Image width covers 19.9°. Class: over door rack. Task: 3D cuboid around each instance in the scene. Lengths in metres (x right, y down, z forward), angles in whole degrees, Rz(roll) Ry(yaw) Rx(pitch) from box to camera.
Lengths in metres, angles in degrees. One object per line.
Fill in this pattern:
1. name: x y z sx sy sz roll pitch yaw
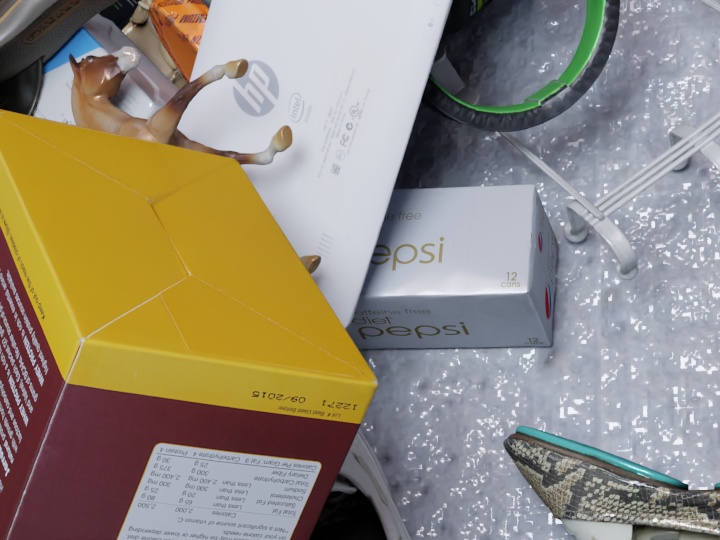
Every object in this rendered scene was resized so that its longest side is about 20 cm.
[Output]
1. over door rack: 0.146 -0.091 1.091 0.147 0.067 0.200 -36 45 -4

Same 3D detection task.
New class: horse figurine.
1. horse figurine: -0.083 -0.020 1.019 0.132 0.050 0.201 -10 98 36

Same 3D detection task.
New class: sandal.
1. sandal: -0.193 -0.093 1.078 0.199 0.082 0.055 -36 83 12

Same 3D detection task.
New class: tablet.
1. tablet: -0.032 -0.083 1.016 0.130 0.014 0.201 26 110 25

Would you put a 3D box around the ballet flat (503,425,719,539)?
1. ballet flat: 0.158 0.124 0.973 0.199 0.068 0.076 8 81 18

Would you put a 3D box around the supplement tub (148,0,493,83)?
1. supplement tub: -0.008 -0.161 1.110 0.200 0.123 0.123 -38 59 -9

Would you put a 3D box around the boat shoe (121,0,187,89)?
1. boat shoe: -0.096 -0.152 1.184 0.200 0.069 0.074 -42 60 -7

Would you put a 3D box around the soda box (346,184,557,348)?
1. soda box: 0.000 0.000 1.077 0.199 0.068 0.064 -2 64 16

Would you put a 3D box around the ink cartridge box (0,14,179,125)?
1. ink cartridge box: -0.184 -0.038 1.132 0.200 0.068 0.116 -51 58 11

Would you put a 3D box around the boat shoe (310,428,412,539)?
1. boat shoe: -0.020 0.120 1.021 0.072 0.066 0.201 -29 59 1

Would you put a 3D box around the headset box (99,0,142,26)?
1. headset box: -0.254 -0.174 1.218 0.200 0.093 0.174 -39 59 5

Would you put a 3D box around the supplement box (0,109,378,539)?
1. supplement box: -0.118 0.070 0.902 0.201 0.132 0.197 -66 32 22

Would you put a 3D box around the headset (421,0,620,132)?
1. headset: 0.048 -0.167 1.035 0.123 0.201 0.094 -34 20 -9
